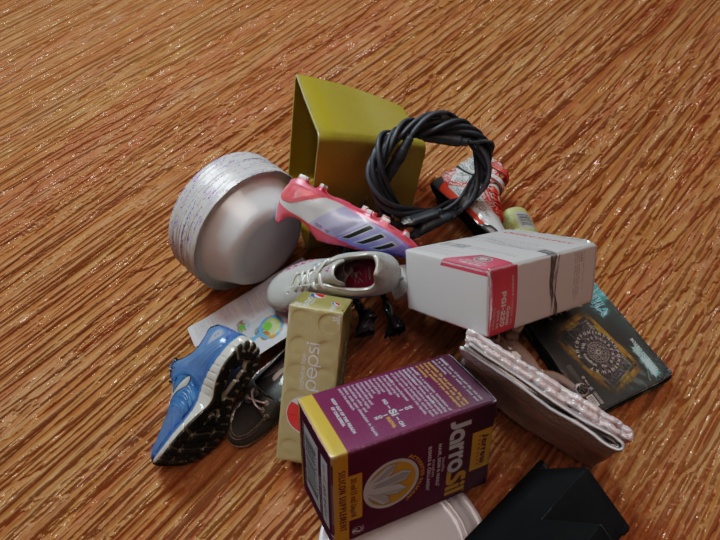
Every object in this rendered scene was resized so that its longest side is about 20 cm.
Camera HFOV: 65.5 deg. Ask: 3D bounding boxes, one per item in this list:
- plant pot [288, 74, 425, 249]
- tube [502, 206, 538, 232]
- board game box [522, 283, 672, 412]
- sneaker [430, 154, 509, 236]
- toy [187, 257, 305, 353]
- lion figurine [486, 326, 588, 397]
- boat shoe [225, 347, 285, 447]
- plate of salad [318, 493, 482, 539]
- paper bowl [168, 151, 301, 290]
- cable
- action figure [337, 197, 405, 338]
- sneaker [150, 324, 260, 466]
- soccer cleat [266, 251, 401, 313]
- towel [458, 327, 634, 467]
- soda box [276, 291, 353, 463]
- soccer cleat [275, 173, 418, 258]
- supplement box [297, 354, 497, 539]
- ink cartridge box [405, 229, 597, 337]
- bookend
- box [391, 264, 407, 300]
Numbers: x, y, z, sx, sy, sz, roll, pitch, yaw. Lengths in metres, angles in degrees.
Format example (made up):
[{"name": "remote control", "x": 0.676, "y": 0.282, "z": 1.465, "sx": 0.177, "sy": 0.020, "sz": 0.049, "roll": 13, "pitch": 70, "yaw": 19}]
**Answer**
[{"name": "plant pot", "x": -0.009, "y": -0.173, "z": 0.889, "sx": 0.176, "sy": 0.201, "sz": 0.200, "roll": -4, "pitch": 43, "yaw": -17}, {"name": "tube", "x": 0.257, "y": -0.013, "z": 0.842, "sx": 0.052, "sy": 0.058, "sz": 0.200, "roll": 22, "pitch": 38, "yaw": -28}, {"name": "board game box", "x": 0.317, "y": 0.096, "z": 0.793, "sx": 0.135, "sy": 0.028, "sz": 0.200, "roll": -21, "pitch": 57, "yaw": -12}, {"name": "sneaker", "x": 0.202, "y": -0.117, "z": 0.888, "sx": 0.108, "sy": 0.067, "sz": 0.202, "roll": -35, "pitch": 42, "yaw": 0}, {"name": "toy", "x": -0.140, "y": 0.078, "z": 0.810, "sx": 0.200, "sy": 0.047, "sz": 0.115, "roll": -30, "pitch": 50, "yaw": -9}, {"name": "lion figurine", "x": 0.214, "y": 0.121, "z": 0.748, "sx": 0.072, "sy": 0.123, "sz": 0.200, "roll": -32, "pitch": 74, "yaw": -5}, {"name": "boat shoe", "x": -0.111, "y": 0.146, "z": 0.758, "sx": 0.067, "sy": 0.057, "sz": 0.200, "roll": 33, "pitch": 62, "yaw": 22}, {"name": "plate of salad", "x": 0.050, "y": 0.321, "z": 0.637, "sx": 0.199, "sy": 0.048, "sz": 0.201, "roll": 5, "pitch": 49, "yaw": -6}, {"name": "paper bowl", "x": -0.166, "y": -0.061, "z": 0.816, "sx": 0.104, "sy": 0.201, "sz": 0.201, "roll": 36, "pitch": 64, "yaw": 24}, {"name": "cable", "x": 0.102, "y": -0.144, "z": 0.799, "sx": 0.199, "sy": 0.164, "sz": 0.051, "roll": -28, "pitch": 19, "yaw": -9}, {"name": "action figure", "x": 0.000, "y": 0.000, "z": 0.815, "sx": 0.118, "sy": 0.102, "sz": 0.201, "roll": -2, "pitch": 68, "yaw": -29}, {"name": "sneaker", "x": -0.209, "y": 0.160, "z": 0.720, "sx": 0.089, "sy": 0.078, "sz": 0.200, "roll": 31, "pitch": 89, "yaw": 36}, {"name": "soccer cleat", "x": -0.047, "y": 0.009, "z": 0.726, "sx": 0.199, "sy": 0.086, "sz": 0.070, "roll": -12, "pitch": 76, "yaw": 21}, {"name": "towel", "x": 0.202, "y": 0.157, "z": 0.660, "sx": 0.200, "sy": 0.191, "sz": 0.032, "roll": 33, "pitch": 76, "yaw": 22}, {"name": "soda box", "x": -0.056, "y": 0.132, "z": 0.687, "sx": 0.067, "sy": 0.201, "sz": 0.064, "roll": 9, "pitch": 14, "yaw": 8}, {"name": "soccer cleat", "x": -0.018, "y": -0.057, "z": 0.754, "sx": 0.199, "sy": 0.067, "sz": 0.077, "roll": 28, "pitch": 99, "yaw": -1}, {"name": "supplement box", "x": 0.039, "y": 0.195, "z": 0.633, "sx": 0.199, "sy": 0.131, "sz": 0.103, "roll": -13, "pitch": 29, "yaw": -22}, {"name": "ink cartridge box", "x": 0.177, "y": 0.006, "z": 0.709, "sx": 0.199, "sy": 0.085, "sz": 0.145, "roll": -14, "pitch": 18, "yaw": -33}, {"name": "bookend", "x": 0.202, "y": 0.279, "z": 0.543, "sx": 0.200, "sy": 0.199, "sz": 0.092, "roll": -32, "pitch": 84, "yaw": -29}, {"name": "box", "x": 0.131, "y": 0.007, "z": 0.805, "sx": 0.199, "sy": 0.041, "sz": 0.039, "roll": -7, "pitch": 69, "yaw": -32}]
